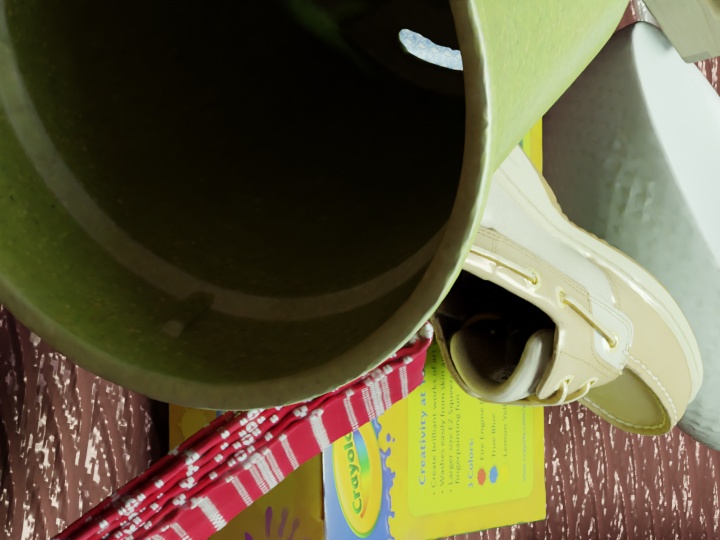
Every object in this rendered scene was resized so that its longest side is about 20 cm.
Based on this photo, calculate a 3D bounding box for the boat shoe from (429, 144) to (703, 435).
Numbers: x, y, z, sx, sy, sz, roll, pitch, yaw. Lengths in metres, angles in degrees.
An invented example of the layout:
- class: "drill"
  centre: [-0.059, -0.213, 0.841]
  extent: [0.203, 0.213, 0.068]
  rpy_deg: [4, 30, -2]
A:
- class: "boat shoe"
  centre: [0.056, 0.016, 1.070]
  extent: [0.200, 0.073, 0.070]
  rpy_deg: [42, 57, -40]

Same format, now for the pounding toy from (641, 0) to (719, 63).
- class: "pounding toy"
  centre: [0.127, -0.205, 1.239]
  extent: [0.200, 0.141, 0.185]
  rpy_deg: [34, 43, -69]

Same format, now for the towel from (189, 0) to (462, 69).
- class: "towel"
  centre: [-0.016, -0.136, 1.035]
  extent: [0.199, 0.024, 0.148]
  rpy_deg: [9, 55, -45]

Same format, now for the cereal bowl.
- class: "cereal bowl"
  centre: [0.136, -0.003, 1.286]
  extent: [0.200, 0.083, 0.201]
  rpy_deg: [50, 22, -28]

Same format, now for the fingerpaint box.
- class: "fingerpaint box"
  centre: [0.000, 0.000, 1.111]
  extent: [0.167, 0.073, 0.201]
  rpy_deg: [-3, 92, -58]

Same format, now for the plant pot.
- class: "plant pot"
  centre: [-0.011, -0.087, 0.868]
  extent: [0.184, 0.199, 0.202]
  rpy_deg: [-36, 121, -54]

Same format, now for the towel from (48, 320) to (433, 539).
- class: "towel"
  centre: [-0.059, 0.080, 0.911]
  extent: [0.200, 0.023, 0.145]
  rpy_deg: [-36, 172, -7]
